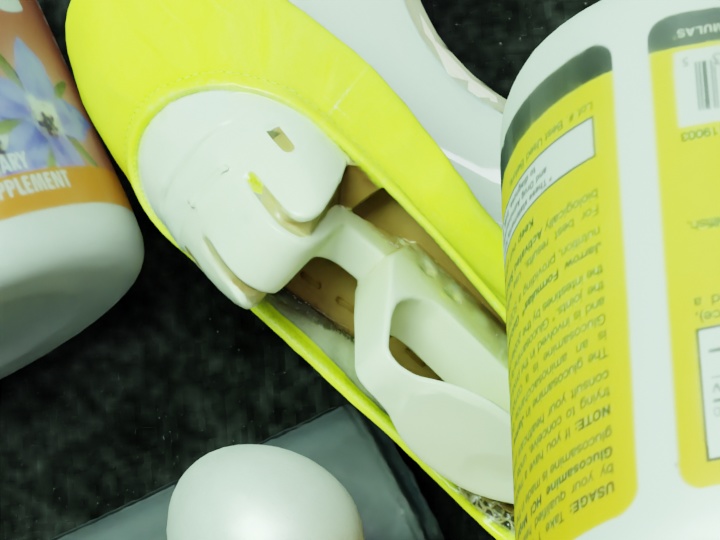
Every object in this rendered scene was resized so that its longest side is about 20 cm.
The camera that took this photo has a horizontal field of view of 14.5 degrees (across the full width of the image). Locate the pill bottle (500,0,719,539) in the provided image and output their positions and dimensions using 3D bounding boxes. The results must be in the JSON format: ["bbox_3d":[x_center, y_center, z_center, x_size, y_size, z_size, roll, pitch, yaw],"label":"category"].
[{"bbox_3d":[0.089,0.041,0.628,0.112,0.113,0.201,5,55,-6],"label":"pill bottle"}]

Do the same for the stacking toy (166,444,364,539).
[{"bbox_3d":[0.028,0.119,0.705,0.200,0.146,0.146,41,73,13],"label":"stacking toy"}]

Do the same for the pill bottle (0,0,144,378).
[{"bbox_3d":[-0.144,-0.067,0.742,0.112,0.112,0.201,-23,78,-13],"label":"pill bottle"}]

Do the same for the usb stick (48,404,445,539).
[{"bbox_3d":[-0.074,0.096,0.746,0.199,0.033,0.056,-24,79,-13],"label":"usb stick"}]

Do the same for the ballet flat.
[{"bbox_3d":[0.000,0.000,0.701,0.200,0.067,0.067,43,29,-4],"label":"ballet flat"}]

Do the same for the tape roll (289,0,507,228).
[{"bbox_3d":[0.056,-0.076,0.794,0.201,0.071,0.204,2,74,-8],"label":"tape roll"}]
